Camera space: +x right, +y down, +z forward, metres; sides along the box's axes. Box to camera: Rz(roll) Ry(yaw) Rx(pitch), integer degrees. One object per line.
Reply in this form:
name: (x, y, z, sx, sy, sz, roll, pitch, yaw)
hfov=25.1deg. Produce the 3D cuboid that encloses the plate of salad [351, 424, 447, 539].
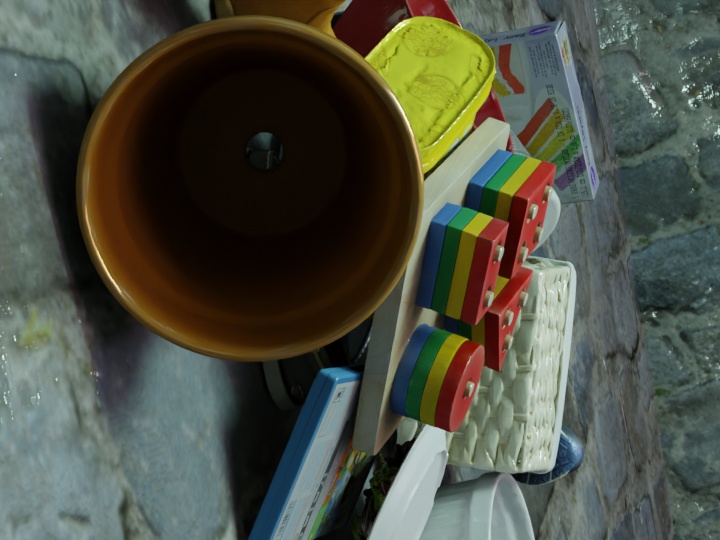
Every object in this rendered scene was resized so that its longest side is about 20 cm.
plate of salad: (0.020, 0.199, 1.299, 0.200, 0.048, 0.200, -60, 165, -28)

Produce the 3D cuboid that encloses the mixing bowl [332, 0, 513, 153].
mixing bowl: (0.036, -0.158, 1.375, 0.200, 0.108, 0.200, 55, 17, -26)

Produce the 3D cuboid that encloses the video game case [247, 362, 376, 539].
video game case: (-0.020, 0.136, 1.199, 0.143, 0.018, 0.200, -68, 164, 6)

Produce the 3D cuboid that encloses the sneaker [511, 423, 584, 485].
sneaker: (0.164, 0.160, 1.598, 0.085, 0.200, 0.077, -9, 98, -30)

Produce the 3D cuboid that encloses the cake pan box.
cake pan box: (0.146, -0.152, 1.718, 0.052, 0.184, 0.200, -59, 139, -58)

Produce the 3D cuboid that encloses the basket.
basket: (0.113, 0.084, 1.465, 0.123, 0.135, 0.200, 0, 96, -73)

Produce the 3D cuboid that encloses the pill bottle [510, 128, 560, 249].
pill bottle: (0.105, -0.107, 1.601, 0.200, 0.111, 0.111, 60, 3, 35)

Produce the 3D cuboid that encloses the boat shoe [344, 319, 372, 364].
boat shoe: (0.000, 0.000, 1.391, 0.093, 0.075, 0.200, 33, 57, -24)

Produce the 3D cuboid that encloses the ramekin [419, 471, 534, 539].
ramekin: (0.093, 0.287, 1.462, 0.200, 0.105, 0.200, -9, 90, -73)

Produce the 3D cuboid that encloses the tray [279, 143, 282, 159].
tray: (-0.042, -0.105, 1.358, 0.107, 0.022, 0.200, 63, 25, -44)

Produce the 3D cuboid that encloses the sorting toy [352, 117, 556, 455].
sorting toy: (0.077, 0.017, 1.199, 0.200, 0.070, 0.199, -47, 151, -55)

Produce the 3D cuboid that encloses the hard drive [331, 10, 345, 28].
hard drive: (0.012, -0.136, 1.522, 0.140, 0.038, 0.200, -5, 87, -73)

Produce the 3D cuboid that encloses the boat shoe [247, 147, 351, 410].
boat shoe: (-0.050, 0.003, 1.212, 0.072, 0.060, 0.202, -35, 116, -72)

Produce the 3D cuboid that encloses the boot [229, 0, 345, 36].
boot: (-0.034, -0.187, 1.133, 0.201, 0.144, 0.071, 43, 58, -31)

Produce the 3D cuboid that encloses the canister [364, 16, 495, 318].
canister: (0.025, -0.073, 1.239, 0.149, 0.086, 0.200, -52, 164, -38)

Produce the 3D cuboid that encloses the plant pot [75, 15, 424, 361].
plant pot: (-0.065, -0.063, 1.011, 0.183, 0.200, 0.200, -97, 175, -77)

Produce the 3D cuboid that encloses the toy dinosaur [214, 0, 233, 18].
toy dinosaur: (-0.088, -0.189, 1.224, 0.106, 0.060, 0.200, 10, 74, -39)
